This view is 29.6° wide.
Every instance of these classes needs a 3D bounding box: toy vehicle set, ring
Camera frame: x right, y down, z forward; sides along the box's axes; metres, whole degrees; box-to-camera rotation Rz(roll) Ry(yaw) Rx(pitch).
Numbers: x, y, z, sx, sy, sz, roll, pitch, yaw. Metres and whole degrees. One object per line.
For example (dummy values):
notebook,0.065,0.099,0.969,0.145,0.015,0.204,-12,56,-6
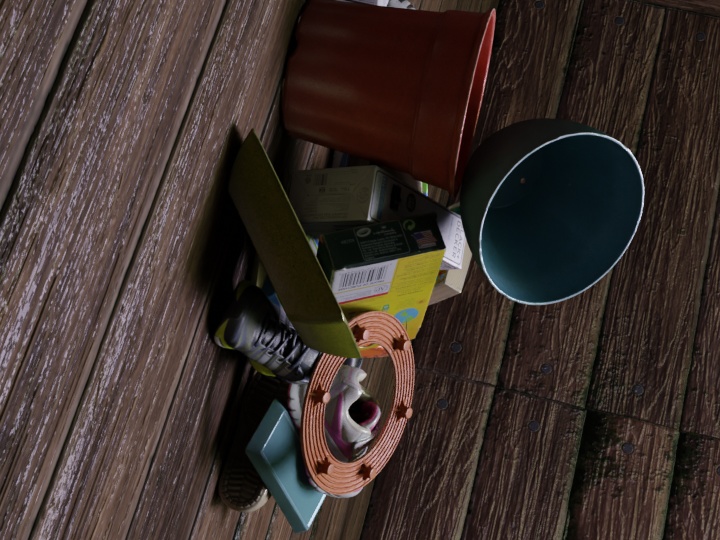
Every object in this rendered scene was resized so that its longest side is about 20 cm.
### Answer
toy vehicle set,0.079,-0.009,1.751,0.200,0.026,0.125,-25,-138,56
ring,0.004,0.142,1.452,0.200,0.019,0.202,-22,119,-49

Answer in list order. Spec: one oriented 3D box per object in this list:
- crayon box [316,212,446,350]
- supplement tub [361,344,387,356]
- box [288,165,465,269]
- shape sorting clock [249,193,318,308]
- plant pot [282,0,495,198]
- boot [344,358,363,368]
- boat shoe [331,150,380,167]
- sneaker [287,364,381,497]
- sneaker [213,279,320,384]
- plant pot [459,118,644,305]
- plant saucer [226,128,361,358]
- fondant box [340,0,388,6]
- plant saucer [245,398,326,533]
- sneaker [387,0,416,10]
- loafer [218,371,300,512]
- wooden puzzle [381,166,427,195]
crayon box,0.011,0.021,1.474,0.201,0.126,0.051,104,-30,-57
supplement tub,0.000,0.000,1.681,0.123,0.121,0.202,70,23,-77
box,0.021,-0.054,1.513,0.200,0.116,0.061,25,69,-54
shape sorting clock,-0.081,0.014,1.522,0.200,0.039,0.202,3,90,-73
plant pot,0.028,-0.196,1.448,0.201,0.194,0.203,13,90,-82
boot,-0.025,0.067,1.983,0.200,0.065,0.166,86,9,-75
boat shoe,-0.004,-0.120,1.808,0.072,0.072,0.201,-67,168,-58
sneaker,-0.017,0.182,1.523,0.082,0.087,0.201,-75,157,-45
sneaker,-0.083,0.068,1.381,0.074,0.080,0.200,-65,157,-8
plant pot,0.186,-0.083,1.477,0.135,0.199,0.202,-129,-139,-52
plant saucer,-0.068,-0.011,1.300,0.200,0.048,0.201,74,-10,-76
fondant box,0.016,-0.399,1.553,0.201,0.058,0.145,96,9,-46
plant saucer,-0.078,0.224,1.531,0.070,0.019,0.201,-60,149,-27
sneaker,-0.004,-0.251,1.683,0.115,0.075,0.200,-44,170,-28
loafer,-0.107,0.186,1.567,0.068,0.075,0.201,88,25,-67
wooden puzzle,0.058,-0.153,1.815,0.200,0.046,0.187,-139,-136,-74
